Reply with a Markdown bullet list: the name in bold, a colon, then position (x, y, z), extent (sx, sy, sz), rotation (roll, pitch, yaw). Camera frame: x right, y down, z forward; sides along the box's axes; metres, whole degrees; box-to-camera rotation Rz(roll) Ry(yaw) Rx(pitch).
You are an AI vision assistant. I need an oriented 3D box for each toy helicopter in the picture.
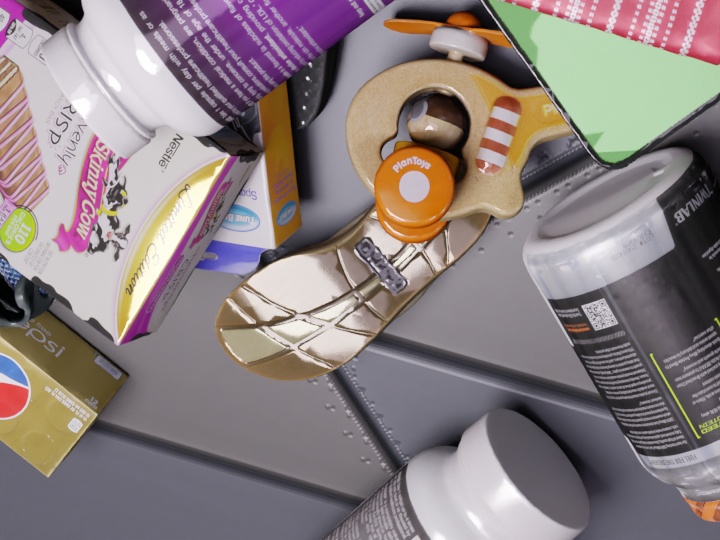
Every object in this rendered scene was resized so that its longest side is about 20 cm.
- **toy helicopter**: position (0.088, -0.098, 0.993), extent (0.199, 0.079, 0.133), rotation (-11, 83, 1)

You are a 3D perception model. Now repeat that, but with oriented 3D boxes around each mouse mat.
- **mouse mat**: position (0.174, -0.173, 0.944), extent (0.200, 0.008, 0.161), rotation (-35, 94, 10)

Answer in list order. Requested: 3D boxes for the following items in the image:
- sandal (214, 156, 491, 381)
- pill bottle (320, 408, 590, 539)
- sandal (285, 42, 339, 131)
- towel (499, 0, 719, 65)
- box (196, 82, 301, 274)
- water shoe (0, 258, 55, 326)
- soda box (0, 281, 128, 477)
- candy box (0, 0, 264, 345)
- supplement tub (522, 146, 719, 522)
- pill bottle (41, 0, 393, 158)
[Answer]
- **sandal**: position (0.000, 0.000, 1.065), extent (0.200, 0.054, 0.080), rotation (-37, 93, 9)
- **pill bottle**: position (0.047, 0.186, 1.090), extent (0.116, 0.116, 0.200), rotation (43, 115, -6)
- **sandal**: position (-0.029, -0.178, 1.006), extent (0.075, 0.048, 0.201), rotation (27, 128, 7)
- **towel**: position (0.132, -0.209, 0.929), extent (0.199, 0.022, 0.145), rotation (18, 102, 4)
- **box**: position (-0.102, -0.096, 1.035), extent (0.118, 0.041, 0.201), rotation (9, 121, 27)
- **water shoe**: position (-0.262, -0.055, 1.089), extent (0.071, 0.079, 0.200), rotation (-34, 100, 23)
- **soda box**: position (-0.261, 0.044, 1.136), extent (0.200, 0.064, 0.068), rotation (39, 115, -3)
- **candy box**: position (-0.177, -0.069, 1.003), extent (0.199, 0.061, 0.137), rotation (34, 104, 10)
- **supplement tub**: position (0.191, 0.040, 0.992), extent (0.122, 0.123, 0.201), rotation (-26, 102, 22)
- **pill bottle**: position (-0.069, -0.150, 0.899), extent (0.200, 0.112, 0.113), rotation (-36, 100, 6)
